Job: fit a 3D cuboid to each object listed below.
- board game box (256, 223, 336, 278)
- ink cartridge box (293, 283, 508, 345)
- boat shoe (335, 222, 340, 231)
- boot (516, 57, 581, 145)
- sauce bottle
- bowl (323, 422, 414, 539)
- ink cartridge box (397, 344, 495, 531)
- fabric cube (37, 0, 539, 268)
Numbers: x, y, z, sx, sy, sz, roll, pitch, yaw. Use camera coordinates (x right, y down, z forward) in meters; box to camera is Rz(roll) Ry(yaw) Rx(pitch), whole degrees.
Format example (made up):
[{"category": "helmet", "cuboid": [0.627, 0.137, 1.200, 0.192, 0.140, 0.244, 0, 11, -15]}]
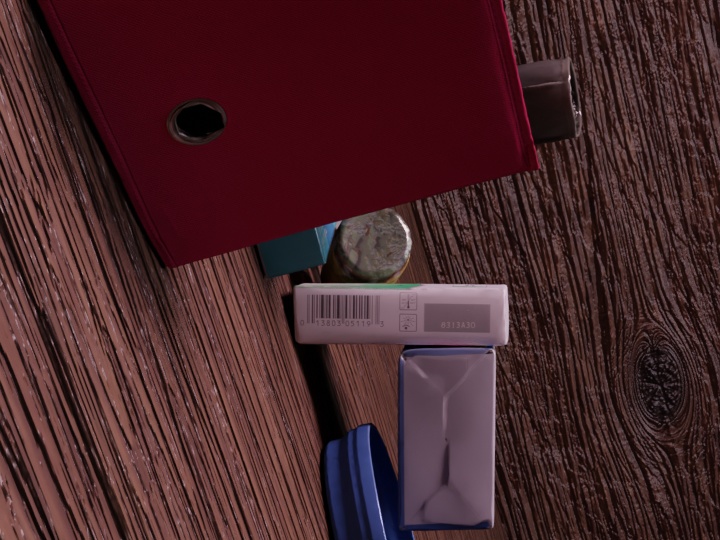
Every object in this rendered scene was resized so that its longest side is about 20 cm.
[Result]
[{"category": "board game box", "cuboid": [-0.069, -0.110, 1.225, 0.151, 0.047, 0.201, -80, 154, -77]}, {"category": "ink cartridge box", "cuboid": [0.037, 0.030, 1.327, 0.200, 0.160, 0.050, -39, 129, -84]}, {"category": "boat shoe", "cuboid": [-0.040, -0.091, 1.451, 0.064, 0.071, 0.201, 24, -33, 53]}, {"category": "boot", "cuboid": [0.056, -0.106, 1.185, 0.182, 0.199, 0.073, -30, 106, -84]}, {"category": "sauce bottle", "cuboid": [0.000, 0.000, 1.397, 0.200, 0.064, 0.065, 113, -36, -75]}, {"category": "bowl", "cuboid": [0.015, 0.216, 1.243, 0.201, 0.039, 0.202, -15, 90, -85]}, {"category": "ink cartridge box", "cuboid": [0.070, 0.122, 1.322, 0.200, 0.076, 0.137, -17, 107, -84]}, {"category": "fabric cube", "cuboid": [-0.038, -0.152, 0.839, 0.197, 0.198, 0.201, 71, 6, -47]}]
